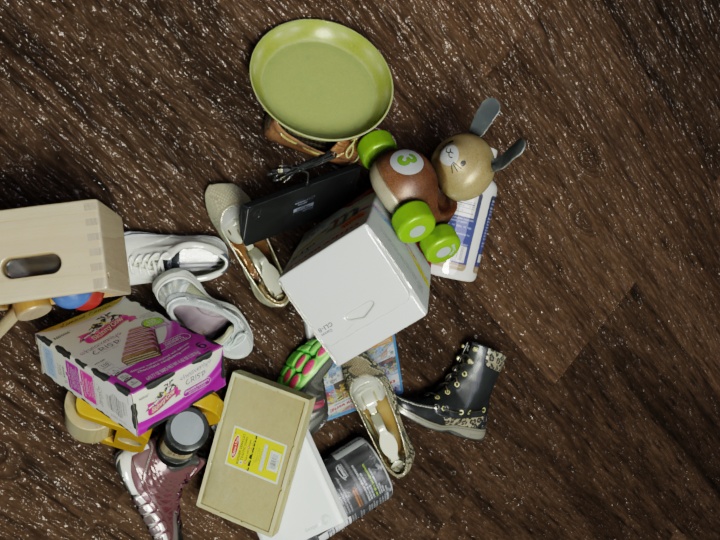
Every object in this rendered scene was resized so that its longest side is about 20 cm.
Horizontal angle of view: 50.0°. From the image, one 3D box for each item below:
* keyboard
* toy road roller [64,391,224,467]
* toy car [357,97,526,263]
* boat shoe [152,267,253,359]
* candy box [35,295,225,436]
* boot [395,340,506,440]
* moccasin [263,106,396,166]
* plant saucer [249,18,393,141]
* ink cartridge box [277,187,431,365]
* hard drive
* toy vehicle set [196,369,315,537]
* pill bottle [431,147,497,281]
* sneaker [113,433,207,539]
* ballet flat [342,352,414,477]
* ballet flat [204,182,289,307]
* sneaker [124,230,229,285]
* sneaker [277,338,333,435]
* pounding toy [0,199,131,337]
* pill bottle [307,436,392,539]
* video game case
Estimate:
[{"bbox_3d":[-0.078,-0.110,1.051,0.199,0.021,0.128,-25,148,-35],"label":"keyboard"},{"bbox_3d":[-0.281,0.167,1.033,0.197,0.123,0.148,18,61,-13],"label":"toy road roller"},{"bbox_3d":[0.123,-0.143,1.050,0.199,0.166,0.157,-36,146,17],"label":"toy car"},{"bbox_3d":[-0.206,0.073,1.046,0.074,0.065,0.203,-31,140,1],"label":"boat shoe"},{"bbox_3d":[-0.280,0.108,0.940,0.136,0.198,0.062,-28,127,-46],"label":"candy box"},{"bbox_3d":[0.144,0.183,1.261,0.202,0.073,0.156,21,89,-31],"label":"boot"},{"bbox_3d":[-0.036,-0.193,1.094,0.199,0.078,0.075,16,92,-27],"label":"moccasin"},{"bbox_3d":[-0.054,-0.254,1.052,0.197,0.031,0.203,6,64,-12],"label":"plant saucer"},{"bbox_3d":[0.000,0.000,1.050,0.144,0.200,0.145,-31,104,16],"label":"ink cartridge box"},{"bbox_3d":[-0.118,0.287,1.105,0.131,0.026,0.202,-28,81,14],"label":"hard drive"},{"bbox_3d":[-0.148,0.255,1.086,0.123,0.026,0.203,17,94,17],"label":"toy vehicle set"},{"bbox_3d":[0.145,-0.093,1.180,0.110,0.111,0.203,11,96,-26],"label":"pill bottle"},{"bbox_3d":[-0.259,0.321,1.102,0.115,0.075,0.202,-28,110,-20],"label":"sneaker"},{"bbox_3d":[0.029,0.218,1.162,0.067,0.075,0.202,-23,94,7],"label":"ballet flat"},{"bbox_3d":[-0.149,-0.036,1.083,0.067,0.062,0.202,-34,112,-14],"label":"ballet flat"},{"bbox_3d":[-0.270,-0.016,1.026,0.197,0.071,0.074,-9,104,-21],"label":"sneaker"},{"bbox_3d":[-0.083,0.191,1.160,0.083,0.077,0.202,19,104,-32],"label":"sneaker"},{"bbox_3d":[-0.385,0.010,0.917,0.197,0.184,0.145,-8,87,-8],"label":"pounding toy"},{"bbox_3d":[-0.057,0.349,1.181,0.198,0.106,0.107,-28,111,-17],"label":"pill bottle"},{"bbox_3d":[-0.012,0.119,1.204,0.141,0.018,0.203,-16,107,-22],"label":"video game case"}]
